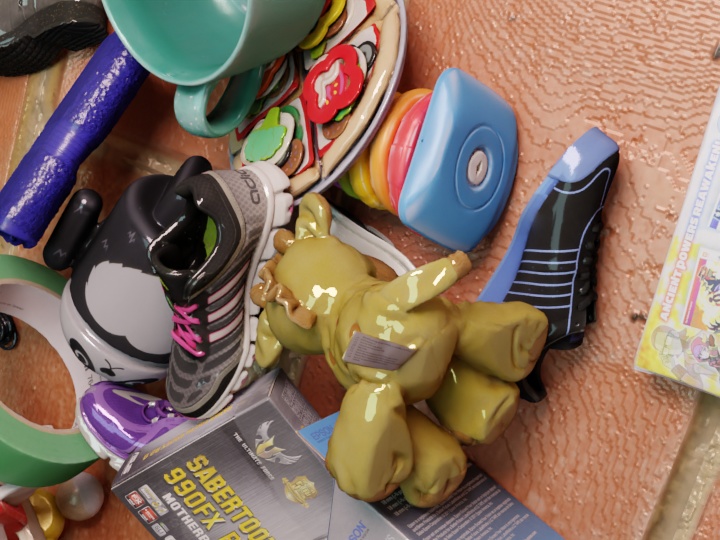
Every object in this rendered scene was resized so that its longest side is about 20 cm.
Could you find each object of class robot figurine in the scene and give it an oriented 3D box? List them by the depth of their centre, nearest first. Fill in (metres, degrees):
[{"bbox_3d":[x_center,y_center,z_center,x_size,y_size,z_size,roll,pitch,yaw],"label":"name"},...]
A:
[{"bbox_3d":[-0.165,0.004,0.885,0.150,0.125,0.200,51,120,21],"label":"robot figurine"}]

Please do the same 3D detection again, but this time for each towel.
[{"bbox_3d":[-0.231,-0.106,0.882,0.200,0.049,0.148,-59,22,-9],"label":"towel"}]

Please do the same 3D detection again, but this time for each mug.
[{"bbox_3d":[-0.103,-0.209,0.778,0.152,0.114,0.185,47,133,11],"label":"mug"}]

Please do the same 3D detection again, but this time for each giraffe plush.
[{"bbox_3d":[0.001,0.042,0.725,0.173,0.200,0.162,-51,48,-5],"label":"giraffe plush"}]

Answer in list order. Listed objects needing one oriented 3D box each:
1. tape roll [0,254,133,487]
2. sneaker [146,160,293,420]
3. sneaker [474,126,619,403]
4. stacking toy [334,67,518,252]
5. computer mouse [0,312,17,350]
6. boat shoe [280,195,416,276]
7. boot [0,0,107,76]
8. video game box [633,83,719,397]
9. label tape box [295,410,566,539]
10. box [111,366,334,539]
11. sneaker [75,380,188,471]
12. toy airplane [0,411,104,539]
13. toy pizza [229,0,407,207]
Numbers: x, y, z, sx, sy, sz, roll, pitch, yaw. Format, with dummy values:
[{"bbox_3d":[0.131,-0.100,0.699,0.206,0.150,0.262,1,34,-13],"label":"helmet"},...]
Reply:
[{"bbox_3d":[-0.285,0.082,0.917,0.048,0.200,0.201,-34,79,26],"label":"tape roll"},{"bbox_3d":[-0.117,0.015,0.772,0.074,0.087,0.201,35,113,42],"label":"sneaker"},{"bbox_3d":[0.141,0.001,0.759,0.078,0.070,0.201,35,117,18],"label":"sneaker"},{"bbox_3d":[0.008,-0.091,0.809,0.199,0.110,0.117,15,86,38],"label":"stacking toy"},{"bbox_3d":[-0.441,0.062,1.087,0.200,0.046,0.141,-37,79,26],"label":"computer mouse"},{"bbox_3d":[0.000,0.000,0.836,0.076,0.060,0.200,-45,71,11],"label":"boat shoe"},{"bbox_3d":[-0.300,-0.257,0.982,0.199,0.068,0.131,-9,77,31],"label":"boot"},{"bbox_3d":[0.291,-0.002,0.687,0.182,0.047,0.201,20,104,23],"label":"video game box"},{"bbox_3d":[0.048,0.185,0.781,0.200,0.144,0.063,39,113,20],"label":"label tape box"},{"bbox_3d":[-0.069,0.194,0.840,0.158,0.048,0.200,-30,108,20],"label":"box"},{"bbox_3d":[-0.138,0.134,0.895,0.199,0.081,0.084,23,126,5],"label":"sneaker"},{"bbox_3d":[-0.299,0.216,0.973,0.199,0.141,0.201,23,127,54],"label":"toy airplane"},{"bbox_3d":[-0.043,-0.141,0.807,0.200,0.032,0.201,-26,53,40],"label":"toy pizza"}]
